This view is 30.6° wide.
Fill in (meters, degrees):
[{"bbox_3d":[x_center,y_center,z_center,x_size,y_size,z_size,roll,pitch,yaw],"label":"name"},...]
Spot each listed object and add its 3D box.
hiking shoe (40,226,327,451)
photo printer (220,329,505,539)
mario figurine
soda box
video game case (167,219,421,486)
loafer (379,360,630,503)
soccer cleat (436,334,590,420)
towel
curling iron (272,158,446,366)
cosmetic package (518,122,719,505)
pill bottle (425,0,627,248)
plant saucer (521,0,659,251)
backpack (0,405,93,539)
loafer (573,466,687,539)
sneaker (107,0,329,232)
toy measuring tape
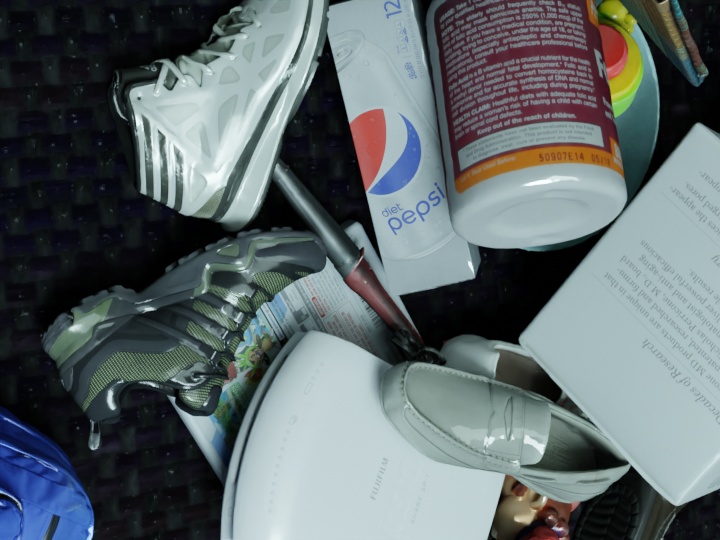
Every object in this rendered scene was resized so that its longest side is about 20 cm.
[{"bbox_3d":[-0.104,0.042,0.872,0.198,0.076,0.102,-24,87,-10],"label":"hiking shoe"},{"bbox_3d":[0.002,0.147,0.912,0.199,0.069,0.168,32,67,-26],"label":"photo printer"},{"bbox_3d":[0.111,0.221,0.977,0.105,0.124,0.202,19,47,-24],"label":"mario figurine"},{"bbox_3d":[0.031,-0.090,0.906,0.062,0.068,0.203,-12,99,11],"label":"soda box"},{"bbox_3d":[-0.030,0.096,0.957,0.181,0.022,0.202,-35,112,-17],"label":"video game case"},{"bbox_3d":[0.102,0.106,0.903,0.198,0.069,0.071,22,58,-30],"label":"loafer"},{"bbox_3d":[0.143,0.095,0.998,0.198,0.077,0.070,18,81,-34],"label":"soccer cleat"},{"bbox_3d":[0.161,-0.223,0.885,0.022,0.201,0.146,-38,156,11],"label":"towel"},{"bbox_3d":[0.000,0.000,0.918,0.025,0.050,0.201,-38,106,-8],"label":"curling iron"},{"bbox_3d":[0.254,0.032,0.938,0.201,0.165,0.164,-52,155,19],"label":"cosmetic package"},{"bbox_3d":[0.102,-0.127,0.849,0.112,0.114,0.203,3,70,-26],"label":"pill bottle"},{"bbox_3d":[0.136,-0.118,0.992,0.198,0.039,0.205,-4,100,-24],"label":"plant saucer"},{"bbox_3d":[-0.262,0.157,0.778,0.199,0.168,0.164,33,91,-30],"label":"backpack"},{"bbox_3d":[0.237,0.190,1.070,0.071,0.073,0.203,24,87,-24],"label":"loafer"},{"bbox_3d":[-0.096,-0.135,0.857,0.114,0.075,0.203,17,93,-28],"label":"sneaker"},{"bbox_3d":[0.148,-0.111,0.927,0.073,0.073,0.202,40,70,-25],"label":"toy measuring tape"}]
